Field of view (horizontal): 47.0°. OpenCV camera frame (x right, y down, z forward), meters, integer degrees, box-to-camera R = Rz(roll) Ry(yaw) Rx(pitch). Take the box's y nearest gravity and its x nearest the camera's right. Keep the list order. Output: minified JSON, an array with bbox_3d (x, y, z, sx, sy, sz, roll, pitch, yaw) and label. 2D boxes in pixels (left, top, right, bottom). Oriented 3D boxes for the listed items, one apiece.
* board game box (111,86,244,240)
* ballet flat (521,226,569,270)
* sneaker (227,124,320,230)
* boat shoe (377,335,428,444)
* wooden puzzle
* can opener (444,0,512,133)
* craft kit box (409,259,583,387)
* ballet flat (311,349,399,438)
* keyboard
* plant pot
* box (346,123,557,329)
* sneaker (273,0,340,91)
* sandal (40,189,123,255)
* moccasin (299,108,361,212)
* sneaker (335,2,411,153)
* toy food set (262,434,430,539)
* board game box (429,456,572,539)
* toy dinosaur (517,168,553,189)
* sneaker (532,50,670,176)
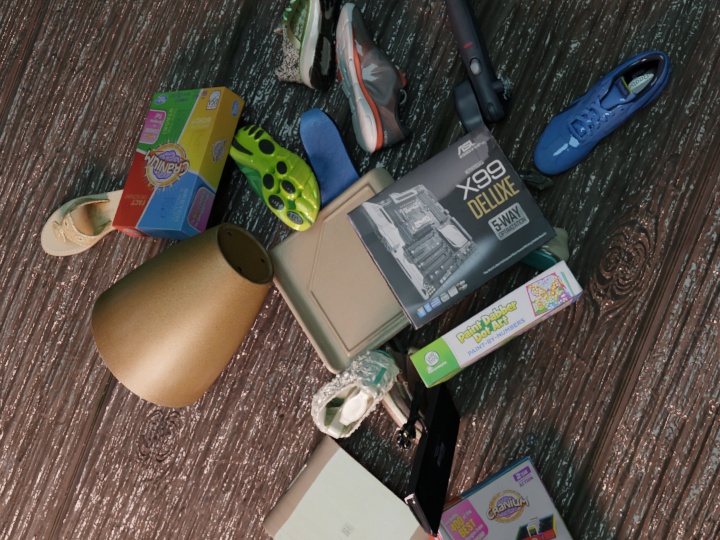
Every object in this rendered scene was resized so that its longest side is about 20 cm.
[{"bbox_3d":[-0.247,-0.144,1.117,0.151,0.040,0.204,4,74,38],"label":"board game box"},{"bbox_3d":[0.170,-0.055,1.047,0.197,0.069,0.071,20,91,13],"label":"ballet flat"},{"bbox_3d":[-0.104,-0.118,1.086,0.074,0.084,0.200,-37,52,-3],"label":"sneaker"},{"bbox_3d":[0.050,0.125,1.052,0.075,0.075,0.204,-38,78,12],"label":"boat shoe"},{"bbox_3d":[0.000,0.000,1.040,0.199,0.037,0.186,-36,76,6],"label":"wooden puzzle"},{"bbox_3d":[0.143,-0.277,1.062,0.077,0.063,0.204,-15,83,13],"label":"can opener"},{"bbox_3d":[0.164,0.064,0.965,0.196,0.200,0.049,-36,79,8],"label":"craft kit box"},{"bbox_3d":[-0.019,0.166,1.015,0.072,0.071,0.201,49,140,13],"label":"ballet flat"},{"bbox_3d":[0.078,0.197,0.965,0.020,0.201,0.129,-13,117,23],"label":"keyboard"},{"bbox_3d":[-0.206,0.038,1.040,0.200,0.186,0.188,-41,77,27],"label":"plant pot"},{"bbox_3d":[0.106,-0.051,0.977,0.198,0.050,0.159,-32,84,-2],"label":"box"},{"bbox_3d":[-0.081,-0.346,1.124,0.087,0.077,0.204,4,85,23],"label":"sneaker"},{"bbox_3d":[-0.387,-0.079,1.182,0.208,0.070,0.079,-15,83,13],"label":"sandal"},{"bbox_3d":[-0.025,-0.117,1.088,0.079,0.068,0.204,-13,106,0],"label":"moccasin"},{"bbox_3d":[0.019,-0.257,1.101,0.080,0.077,0.204,-11,85,-15],"label":"sneaker"},{"bbox_3d":[-0.013,0.332,1.072,0.199,0.060,0.144,38,84,12],"label":"toy food set"},{"bbox_3d":[0.184,0.349,0.978,0.151,0.040,0.202,-24,79,-21],"label":"board game box"},{"bbox_3d":[0.139,-0.116,1.041,0.196,0.089,0.048,-13,127,-3],"label":"toy dinosaur"},{"bbox_3d":[0.291,-0.196,1.012,0.199,0.078,0.066,-39,80,10],"label":"sneaker"}]
